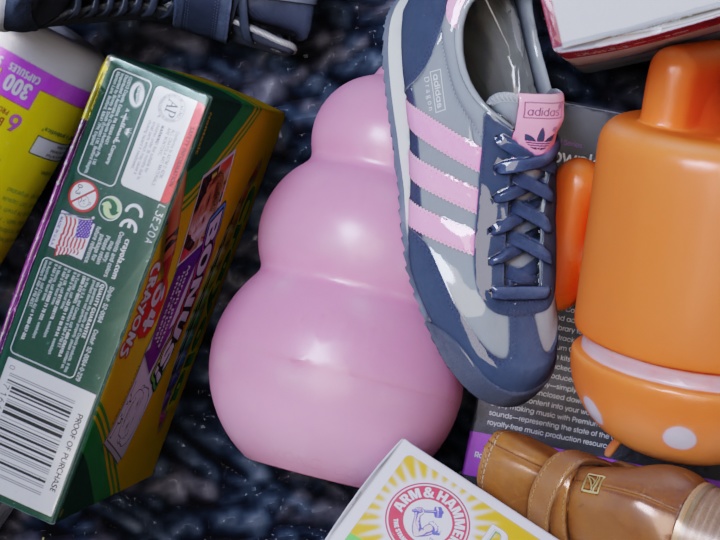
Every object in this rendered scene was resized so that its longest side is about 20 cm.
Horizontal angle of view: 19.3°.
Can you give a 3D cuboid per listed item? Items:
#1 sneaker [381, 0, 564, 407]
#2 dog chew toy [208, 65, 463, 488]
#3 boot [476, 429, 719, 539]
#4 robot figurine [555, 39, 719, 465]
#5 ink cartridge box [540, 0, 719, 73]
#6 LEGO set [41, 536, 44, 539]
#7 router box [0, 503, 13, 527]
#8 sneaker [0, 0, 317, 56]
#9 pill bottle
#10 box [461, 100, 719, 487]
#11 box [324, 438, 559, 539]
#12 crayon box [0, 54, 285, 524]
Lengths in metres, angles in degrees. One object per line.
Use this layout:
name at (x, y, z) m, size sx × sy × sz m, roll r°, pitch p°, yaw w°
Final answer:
sneaker at (0.061, -0.042, 0.952) m, size 0.070 × 0.082 × 0.202 m, roll -8°, pitch 82°, yaw -35°
dog chew toy at (0.000, 0.000, 1.021) m, size 0.123 × 0.125 × 0.202 m, roll 13°, pitch 85°, yaw 6°
boot at (0.137, 0.144, 0.996) m, size 0.154 × 0.200 × 0.077 m, roll 18°, pitch 72°, yaw 24°
robot figurine at (0.157, 0.001, 0.957) m, size 0.142 × 0.117 × 0.202 m, roll 5°, pitch 104°, yaw -6°
ink cartridge box at (0.115, -0.170, 0.956) m, size 0.082 × 0.200 × 0.147 m, roll -14°, pitch 90°, yaw 9°
LEGO set at (-0.140, 0.241, 1.022) m, size 0.199 × 0.116 × 0.154 m, roll 36°, pitch 66°, yaw 11°
router box at (-0.303, 0.147, 1.093) m, size 0.179 × 0.049 × 0.201 m, roll 34°, pitch 96°, yaw 4°
sneaker at (-0.093, -0.141, 0.983) m, size 0.145 × 0.202 × 0.078 m, roll 15°, pitch 108°, yaw 3°
pill bottle at (-0.214, -0.043, 1.047) m, size 0.104 × 0.104 × 0.201 m, roll 31°, pitch 96°, yaw 5°
box at (0.136, 0.024, 1.044) m, size 0.141 × 0.036 × 0.202 m, roll 11°, pitch 95°, yaw 5°
box at (0.065, 0.187, 0.953) m, size 0.199 × 0.113 × 0.102 m, roll 32°, pitch 59°, yaw 13°
crayon box at (-0.108, 0.006, 1.002) m, size 0.058 × 0.172 × 0.202 m, roll 22°, pitch 95°, yaw 9°
